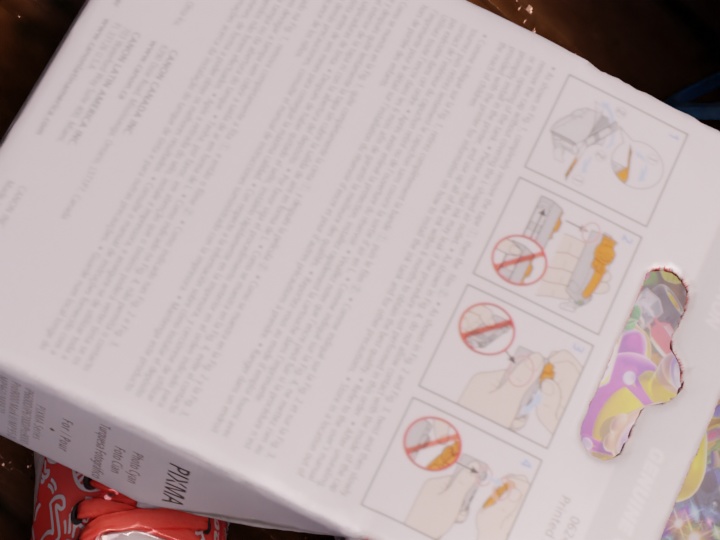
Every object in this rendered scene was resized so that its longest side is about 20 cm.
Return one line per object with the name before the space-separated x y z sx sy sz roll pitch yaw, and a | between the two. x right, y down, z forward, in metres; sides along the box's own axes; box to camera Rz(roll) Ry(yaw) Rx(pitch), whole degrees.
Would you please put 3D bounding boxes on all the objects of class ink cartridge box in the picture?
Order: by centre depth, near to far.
ink cartridge box | 0.000 0.000 0.706 0.199 0.047 0.161 26 61 2

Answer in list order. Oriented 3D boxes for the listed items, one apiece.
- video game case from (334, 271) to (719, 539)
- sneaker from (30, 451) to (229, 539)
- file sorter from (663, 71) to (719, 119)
video game case | 0.062 0.068 0.808 0.143 0.018 0.201 -24 103 -16
sneaker | -0.057 0.075 0.727 0.067 0.108 0.203 9 91 -18
file sorter | 0.163 -0.071 0.781 0.138 0.123 0.201 -24 100 -15
